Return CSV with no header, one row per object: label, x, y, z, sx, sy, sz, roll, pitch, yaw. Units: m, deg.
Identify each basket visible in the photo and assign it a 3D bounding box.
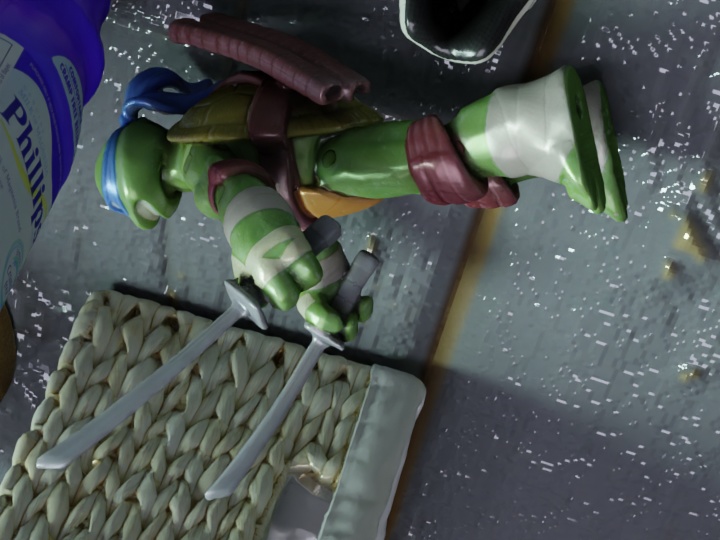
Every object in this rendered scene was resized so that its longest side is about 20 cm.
basket,-0.080,0.149,0.917,0.159,0.199,0.201,18,136,3

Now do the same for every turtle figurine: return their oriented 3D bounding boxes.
turtle figurine,0.000,0.000,0.775,0.192,0.202,0.144,-12,144,16

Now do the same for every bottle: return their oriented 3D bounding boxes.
bottle,-0.136,-0.049,0.742,0.065,0.201,0.084,7,134,11

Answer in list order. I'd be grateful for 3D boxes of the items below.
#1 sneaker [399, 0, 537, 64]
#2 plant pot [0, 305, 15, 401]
sneaker,0.063,-0.149,0.665,0.075,0.088,0.201,19,134,1
plant pot,-0.270,0.081,0.911,0.184,0.201,0.188,10,134,10
